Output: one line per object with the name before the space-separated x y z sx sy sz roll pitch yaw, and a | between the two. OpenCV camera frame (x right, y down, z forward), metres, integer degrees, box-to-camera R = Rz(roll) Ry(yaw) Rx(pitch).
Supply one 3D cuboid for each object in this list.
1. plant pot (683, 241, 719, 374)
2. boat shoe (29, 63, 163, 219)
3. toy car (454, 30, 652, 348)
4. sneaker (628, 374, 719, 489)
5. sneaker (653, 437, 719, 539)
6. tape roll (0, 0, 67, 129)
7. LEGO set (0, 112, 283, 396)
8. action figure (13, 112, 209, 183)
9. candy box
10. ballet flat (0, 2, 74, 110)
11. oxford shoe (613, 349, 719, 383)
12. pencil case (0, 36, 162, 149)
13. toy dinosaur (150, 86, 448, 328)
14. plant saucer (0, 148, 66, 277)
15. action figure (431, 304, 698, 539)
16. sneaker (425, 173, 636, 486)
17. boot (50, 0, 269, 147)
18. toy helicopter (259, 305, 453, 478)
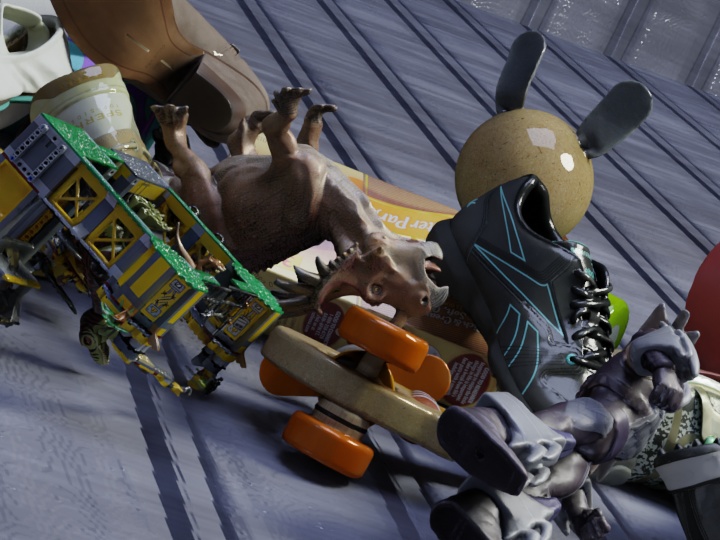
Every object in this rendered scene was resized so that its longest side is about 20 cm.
plant pot | 0.318 0.046 1.769 0.200 0.200 0.177 17 4 -22
boat shoe | -0.147 -0.049 1.508 0.201 0.073 0.063 101 -34 -67
toy car | 0.113 -0.053 1.762 0.164 0.200 0.158 28 14 22
sneaker | 0.224 0.120 1.540 0.200 0.077 0.089 15 23 -21
sneaker | 0.248 0.134 1.476 0.200 0.091 0.066 -3 -13 -40
tape roll | -0.289 -0.166 1.703 0.203 0.037 0.203 12 44 -12
LEGO set | -0.139 0.012 1.339 0.154 0.116 0.200 46 7 6
action figure | -0.120 -0.054 1.678 0.200 0.069 0.130 16 9 -40
candy box | 0.000 0.000 1.578 0.200 0.055 0.115 22 43 -4
ballet flat | -0.225 -0.126 1.565 0.069 0.069 0.200 25 13 12
oxford shoe | 0.186 0.084 1.623 0.200 0.070 0.075 22 7 -6
pencil case | -0.228 -0.134 1.783 0.200 0.085 0.092 23 32 0
toy dinosaur | -0.055 -0.027 1.466 0.200 0.136 0.086 -3 -5 40
plant saucer | -0.280 -0.069 1.507 0.200 0.048 0.200 13 16 -37
action figure | 0.113 0.088 1.327 0.069 0.130 0.200 33 33 25
sneaker | 0.107 0.031 1.485 0.075 0.079 0.200 25 30 -56
boot | -0.135 -0.158 1.697 0.200 0.070 0.146 51 7 -10
toy helicopter | 0.030 0.079 1.411 0.200 0.079 0.132 28 -1 -30
